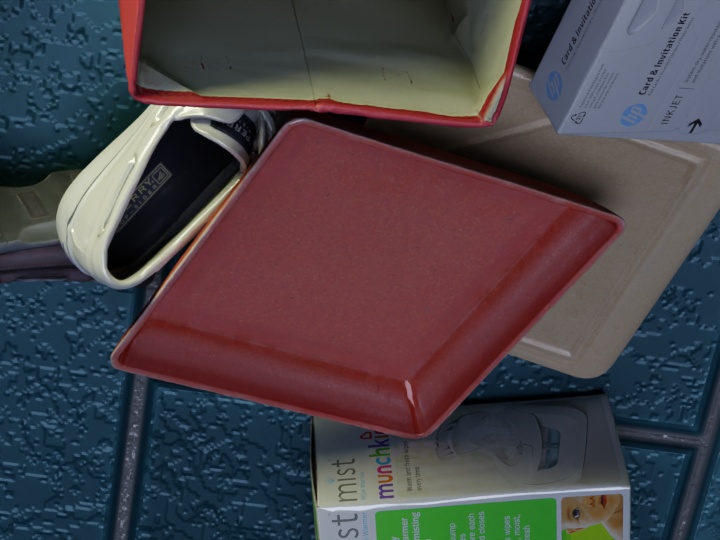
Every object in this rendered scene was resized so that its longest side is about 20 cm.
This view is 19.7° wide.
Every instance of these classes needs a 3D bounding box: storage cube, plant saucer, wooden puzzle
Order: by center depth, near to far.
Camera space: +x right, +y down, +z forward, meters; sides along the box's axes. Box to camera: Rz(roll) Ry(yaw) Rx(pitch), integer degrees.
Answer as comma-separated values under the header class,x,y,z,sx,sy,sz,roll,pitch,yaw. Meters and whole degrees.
class,x,y,z,sx,sy,sz,roll,pitch,yaw
storage cube,-0.017,-0.189,0.926,0.170,0.180,0.201,3,123,-12
plant saucer,0.000,0.000,1.063,0.199,0.037,0.200,15,134,-28
wooden puzzle,0.082,-0.032,1.100,0.199,0.037,0.185,15,133,-14

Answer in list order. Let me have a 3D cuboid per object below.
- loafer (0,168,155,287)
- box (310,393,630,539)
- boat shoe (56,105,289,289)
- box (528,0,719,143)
class,x,y,z,sx,sy,sz,roll,pitch,yaw
loafer,-0.192,-0.011,1.080,0.199,0.072,0.063,-4,127,-23
box,0.063,0.182,1.203,0.175,0.097,0.201,-4,120,-2
boat shoe,-0.069,-0.071,1.041,0.073,0.065,0.200,36,90,-33
box,0.199,-0.130,1.005,0.199,0.041,0.156,0,134,-29
